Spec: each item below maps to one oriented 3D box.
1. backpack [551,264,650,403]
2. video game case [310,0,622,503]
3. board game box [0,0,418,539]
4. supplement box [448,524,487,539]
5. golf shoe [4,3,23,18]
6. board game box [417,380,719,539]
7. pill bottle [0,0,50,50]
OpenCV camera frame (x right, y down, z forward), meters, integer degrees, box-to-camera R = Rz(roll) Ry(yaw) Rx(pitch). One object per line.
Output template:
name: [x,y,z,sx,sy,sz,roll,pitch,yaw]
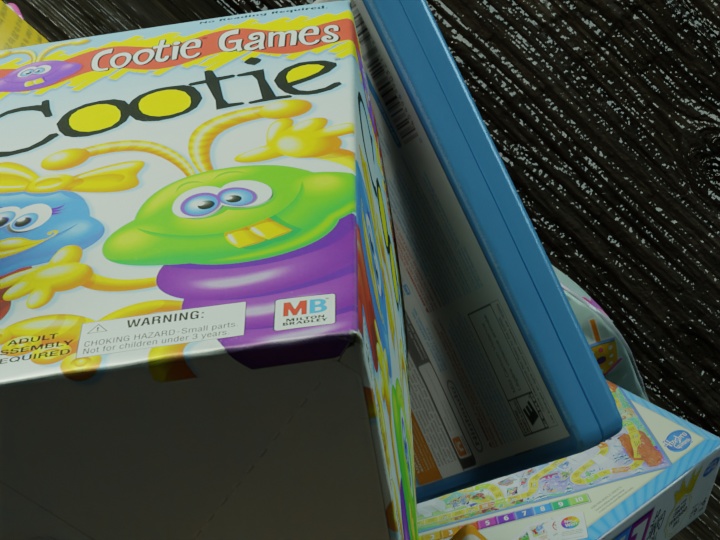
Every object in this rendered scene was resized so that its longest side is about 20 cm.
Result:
backpack: [0.023,0.049,1.148,0.200,0.153,0.176,30,-7,20]
video game case: [0.000,0.000,0.792,0.143,0.018,0.200,64,-24,2]
board game box: [-0.043,0.021,0.640,0.200,0.105,0.103,-92,173,-65]
supplement box: [0.013,0.149,0.601,0.074,0.126,0.200,43,6,-9]
golf shoe: [-0.190,-0.092,1.051,0.200,0.092,0.075,38,10,-28]
board game box: [0.026,0.078,0.945,0.134,0.034,0.200,28,31,25]
pill bottle: [-0.132,-0.028,0.900,0.200,0.111,0.111,41,7,-16]
